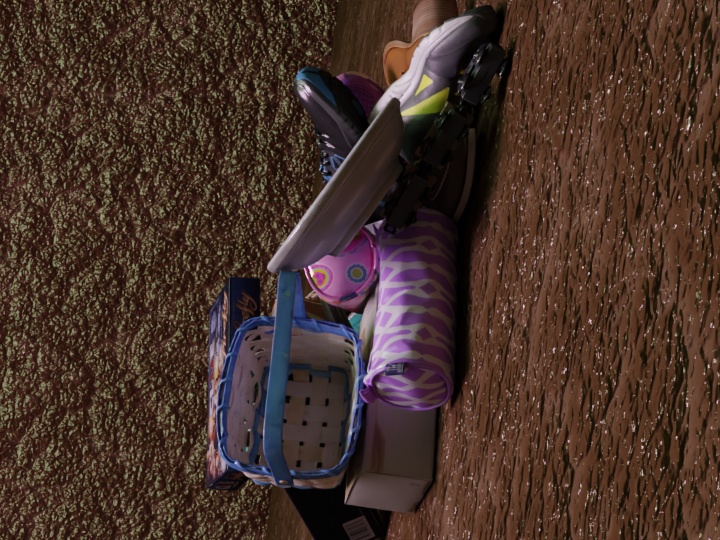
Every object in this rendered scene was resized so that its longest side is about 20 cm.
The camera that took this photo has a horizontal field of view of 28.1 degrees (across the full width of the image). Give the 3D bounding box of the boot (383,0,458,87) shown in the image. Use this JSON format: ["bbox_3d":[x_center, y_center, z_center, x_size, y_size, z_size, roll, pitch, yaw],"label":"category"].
[{"bbox_3d":[0.070,-0.185,1.568,0.200,0.076,0.156,128,147,-63],"label":"boot"}]

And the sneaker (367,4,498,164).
[{"bbox_3d":[0.087,-0.177,1.402,0.074,0.085,0.200,-29,-13,-40],"label":"sneaker"}]

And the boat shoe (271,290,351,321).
[{"bbox_3d":[-0.049,0.059,1.857,0.200,0.075,0.074,31,-125,-58],"label":"boat shoe"}]

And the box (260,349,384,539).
[{"bbox_3d":[-0.053,0.195,1.585,0.141,0.079,0.200,-104,-9,-56],"label":"box"}]

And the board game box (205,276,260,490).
[{"bbox_3d":[-0.134,0.122,1.515,0.136,0.034,0.201,131,140,-67],"label":"board game box"}]

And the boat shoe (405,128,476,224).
[{"bbox_3d":[0.068,-0.075,1.412,0.200,0.059,0.072,110,169,-61],"label":"boat shoe"}]

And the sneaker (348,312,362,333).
[{"bbox_3d":[-0.012,0.156,1.774,0.121,0.083,0.201,-70,-7,-71],"label":"sneaker"}]

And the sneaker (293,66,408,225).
[{"bbox_3d":[-0.017,-0.121,1.486,0.200,0.082,0.073,51,-158,-31],"label":"sneaker"}]

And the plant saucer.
[{"bbox_3d":[-0.010,-0.068,1.344,0.200,0.050,0.200,-54,2,3],"label":"plant saucer"}]

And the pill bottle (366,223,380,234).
[{"bbox_3d":[-0.006,-0.038,1.804,0.200,0.111,0.113,122,155,-76],"label":"pill bottle"}]

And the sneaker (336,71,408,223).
[{"bbox_3d":[0.024,-0.129,1.619,0.201,0.080,0.089,64,176,-26],"label":"sneaker"}]

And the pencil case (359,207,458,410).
[{"bbox_3d":[0.048,0.036,1.335,0.084,0.085,0.201,56,-149,-43],"label":"pencil case"}]

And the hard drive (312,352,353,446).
[{"bbox_3d":[-0.015,0.138,1.565,0.200,0.042,0.135,55,-168,-80],"label":"hard drive"}]

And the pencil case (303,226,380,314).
[{"bbox_3d":[0.000,0.000,1.504,0.200,0.087,0.088,31,-114,-77],"label":"pencil case"}]

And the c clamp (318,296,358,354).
[{"bbox_3d":[0.007,0.057,1.629,0.027,0.171,0.200,-39,31,14],"label":"c clamp"}]

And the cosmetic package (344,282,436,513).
[{"bbox_3d":[0.033,0.125,1.416,0.105,0.071,0.201,110,167,-60],"label":"cosmetic package"}]

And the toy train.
[{"bbox_3d":[0.073,-0.120,1.307,0.200,0.034,0.046,-59,12,20],"label":"toy train"}]

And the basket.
[{"bbox_3d":[-0.066,0.119,1.350,0.200,0.138,0.177,92,-176,-61],"label":"basket"}]
